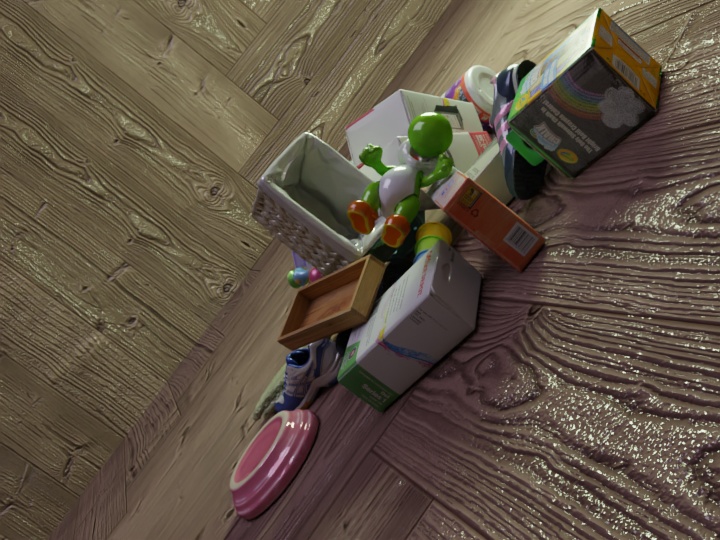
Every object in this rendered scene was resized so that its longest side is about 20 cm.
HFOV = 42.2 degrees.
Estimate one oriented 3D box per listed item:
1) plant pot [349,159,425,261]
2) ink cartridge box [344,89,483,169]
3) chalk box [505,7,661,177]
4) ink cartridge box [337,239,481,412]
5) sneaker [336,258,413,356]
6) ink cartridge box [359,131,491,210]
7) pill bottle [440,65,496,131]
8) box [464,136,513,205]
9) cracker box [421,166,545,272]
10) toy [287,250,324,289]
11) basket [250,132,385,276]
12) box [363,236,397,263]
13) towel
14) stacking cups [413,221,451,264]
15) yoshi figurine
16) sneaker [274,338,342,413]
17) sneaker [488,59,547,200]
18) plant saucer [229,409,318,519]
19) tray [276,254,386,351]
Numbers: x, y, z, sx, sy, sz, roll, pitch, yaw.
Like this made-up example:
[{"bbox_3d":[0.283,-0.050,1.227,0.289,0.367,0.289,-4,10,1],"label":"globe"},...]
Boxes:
[{"bbox_3d":[0.040,-0.093,1.696,0.200,0.200,0.135,-50,44,6],"label":"plant pot"},{"bbox_3d":[0.095,-0.233,1.616,0.199,0.086,0.147,-2,-20,-47],"label":"ink cartridge box"},{"bbox_3d":[0.284,-0.222,1.251,0.200,0.124,0.124,-39,18,41],"label":"chalk box"},{"bbox_3d":[0.069,0.075,1.281,0.200,0.084,0.145,-45,14,30],"label":"ink cartridge box"},{"bbox_3d":[0.026,0.071,1.472,0.200,0.066,0.079,-54,-9,-31],"label":"sneaker"},{"bbox_3d":[0.111,-0.162,1.557,0.199,0.083,0.146,-8,-16,-36],"label":"ink cartridge box"},{"bbox_3d":[0.193,-0.298,1.831,0.200,0.111,0.112,-41,16,43],"label":"pill bottle"},{"bbox_3d":[0.238,-0.180,1.430,0.200,0.068,0.082,-50,12,7],"label":"box"},{"bbox_3d":[0.161,-0.080,1.268,0.058,0.134,0.200,-52,12,7],"label":"cracker box"},{"bbox_3d":[-0.076,-0.005,1.683,0.047,0.116,0.200,-8,-10,-34],"label":"toy"},{"bbox_3d":[-0.061,-0.095,1.487,0.136,0.200,0.123,-51,-2,-34],"label":"basket"},{"bbox_3d":[0.000,0.000,1.528,0.200,0.036,0.144,-49,4,17],"label":"box"},{"bbox_3d":[-0.126,0.189,1.736,0.200,0.036,0.148,-49,5,6],"label":"towel"},{"bbox_3d":[0.108,-0.004,1.433,0.061,0.060,0.200,-45,16,27],"label":"stacking cups"},{"bbox_3d":[0.065,-0.138,1.253,0.112,0.112,0.201,-8,44,53],"label":"yoshi figurine"},{"bbox_3d":[-0.100,0.177,1.604,0.200,0.088,0.075,-46,15,33],"label":"sneaker"},{"bbox_3d":[0.224,-0.199,1.360,0.082,0.070,0.201,-6,79,56],"label":"sneaker"},{"bbox_3d":[-0.147,0.302,1.505,0.201,0.051,0.201,-48,13,14],"label":"plant saucer"},{"bbox_3d":[-0.045,0.052,1.404,0.200,0.037,0.099,-26,37,51],"label":"tray"}]
